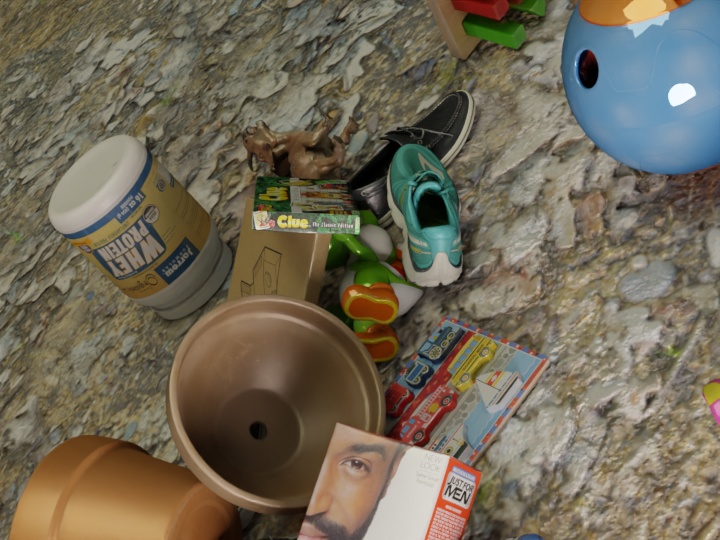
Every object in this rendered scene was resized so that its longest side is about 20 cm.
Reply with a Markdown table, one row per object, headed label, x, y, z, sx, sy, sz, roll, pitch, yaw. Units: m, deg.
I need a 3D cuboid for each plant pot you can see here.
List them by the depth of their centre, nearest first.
| label | x | y | z | sx | sy | sz | roll | pitch | yaw |
| --- | --- | --- | --- | --- | --- | --- | --- | --- | --- |
| plant pot | -0.198 | 0.251 | 1.088 | 0.139 | 0.201 | 0.201 | -1 | 49 | 25 |
| plant pot | -0.083 | 0.131 | 1.108 | 0.202 | 0.200 | 0.093 | -65 | 5 | -32 |

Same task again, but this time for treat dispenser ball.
| label | x | y | z | sx | sy | sz | roll | pitch | yaw |
| --- | --- | --- | --- | --- | --- | --- | --- | --- | --- |
| treat dispenser ball | 0.277 | -0.185 | 1.069 | 0.200 | 0.201 | 0.202 | -27 | 35 | 21 |

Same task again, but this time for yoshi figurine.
| label | x | y | z | sx | sy | sz | roll | pitch | yaw |
| --- | --- | --- | --- | --- | --- | --- | --- | --- | --- |
| yoshi figurine | -0.015 | 0.004 | 1.249 | 0.112 | 0.112 | 0.201 | -38 | 29 | 18 |

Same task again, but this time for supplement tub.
| label | x | y | z | sx | sy | sz | roll | pitch | yaw |
| --- | --- | --- | --- | --- | --- | --- | --- | --- | --- |
| supplement tub | -0.264 | -0.050 | 1.482 | 0.144 | 0.200 | 0.145 | -28 | 35 | 22 |

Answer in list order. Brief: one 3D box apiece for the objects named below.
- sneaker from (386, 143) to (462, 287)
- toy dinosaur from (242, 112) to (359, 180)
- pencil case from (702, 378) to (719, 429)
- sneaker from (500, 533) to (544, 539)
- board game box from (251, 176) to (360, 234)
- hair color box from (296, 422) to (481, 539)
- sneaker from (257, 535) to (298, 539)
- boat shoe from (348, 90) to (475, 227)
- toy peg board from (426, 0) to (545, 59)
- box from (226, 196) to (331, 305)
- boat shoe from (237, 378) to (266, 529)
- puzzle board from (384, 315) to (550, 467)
| label | x | y | z | sx | sy | sz | roll | pitch | yaw |
| --- | --- | --- | --- | --- | --- | --- | --- | --- | --- |
| sneaker | 0.072 | -0.072 | 1.251 | 0.077 | 0.080 | 0.201 | -6 | 41 | -5 |
| toy dinosaur | -0.058 | -0.113 | 1.458 | 0.135 | 0.086 | 0.201 | -41 | 47 | 20 |
| pencil case | 0.331 | 0.066 | 0.835 | 0.199 | 0.088 | 0.089 | -37 | 33 | 11 |
| sneaker | 0.115 | 0.260 | 0.842 | 0.085 | 0.077 | 0.201 | -27 | 36 | 15 |
| board game box | -0.057 | -0.068 | 1.239 | 0.104 | 0.024 | 0.200 | 0 | 14 | -4 |
| hair color box | 0.006 | 0.230 | 0.928 | 0.110 | 0.064 | 0.202 | 10 | 75 | 35 |
| sneaker | -0.050 | 0.255 | 1.016 | 0.199 | 0.079 | 0.074 | -22 | 35 | 26 |
| boat shoe | 0.057 | -0.135 | 1.374 | 0.200 | 0.062 | 0.074 | -48 | 31 | -12 |
| toy peg board | 0.168 | -0.379 | 1.432 | 0.097 | 0.200 | 0.201 | 24 | 69 | 38 |
| box | -0.095 | 0.036 | 1.271 | 0.163 | 0.021 | 0.202 | 23 | 103 | 56 |
| boat shoe | -0.123 | 0.152 | 1.185 | 0.068 | 0.056 | 0.202 | -8 | 65 | 45 |
| puzzle board | 0.062 | 0.134 | 1.095 | 0.200 | 0.017 | 0.150 | -51 | 33 | -13 |
